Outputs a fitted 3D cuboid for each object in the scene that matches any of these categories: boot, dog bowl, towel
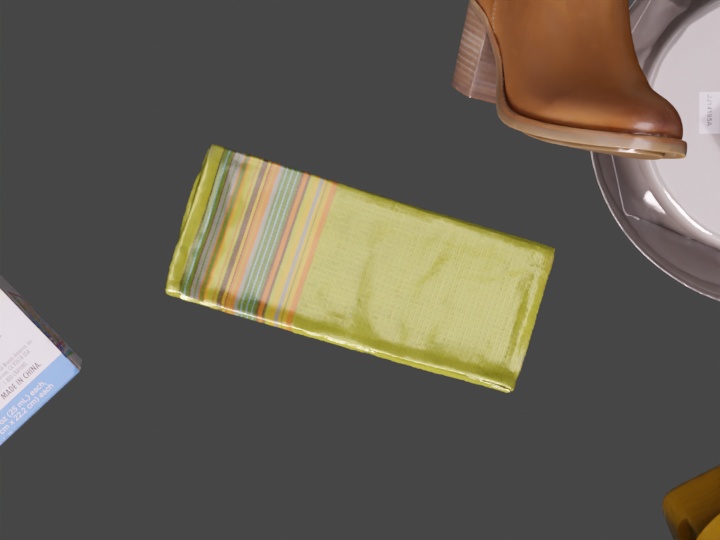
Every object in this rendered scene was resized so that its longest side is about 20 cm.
[{"bbox_3d":[0.114,-0.144,1.223,0.074,0.200,0.155,9,104,-32],"label":"boot"},{"bbox_3d":[0.217,-0.081,1.305,0.200,0.059,0.200,0,95,-4],"label":"dog bowl"},{"bbox_3d":[0.000,0.000,1.318,0.200,0.018,0.086,16,95,-6],"label":"towel"}]

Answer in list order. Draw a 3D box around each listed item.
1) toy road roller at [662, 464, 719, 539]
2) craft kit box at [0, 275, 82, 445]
[{"bbox_3d":[0.238,0.184,1.318,0.123,0.146,0.200,-24,134,-2],"label":"toy road roller"},{"bbox_3d":[-0.286,0.047,1.290,0.200,0.049,0.198,-42,100,1],"label":"craft kit box"}]
